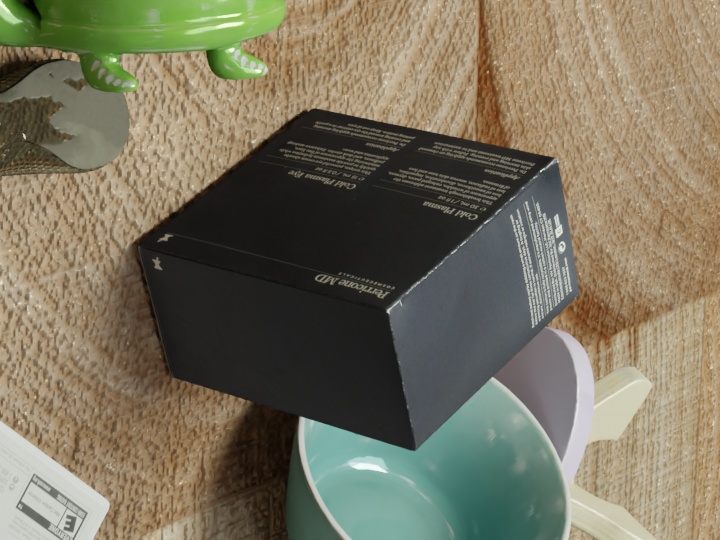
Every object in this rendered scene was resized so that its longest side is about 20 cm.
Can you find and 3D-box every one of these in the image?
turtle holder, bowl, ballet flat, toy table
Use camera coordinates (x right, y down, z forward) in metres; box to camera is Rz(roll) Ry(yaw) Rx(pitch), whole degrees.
[{"bbox_3d":[-0.134,-0.179,1.441,0.141,0.185,0.132,-70,161,-71],"label":"turtle holder"},{"bbox_3d":[0.030,0.159,1.724,0.201,0.201,0.105,-32,163,-43],"label":"bowl"},{"bbox_3d":[-0.202,-0.077,1.448,0.200,0.046,0.068,-20,97,-55],"label":"ballet flat"},{"bbox_3d":[0.123,0.139,1.832,0.117,0.184,0.200,16,123,-47],"label":"toy table"}]

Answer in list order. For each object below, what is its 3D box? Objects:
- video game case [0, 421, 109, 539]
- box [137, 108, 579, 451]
[{"bbox_3d":[-0.247,0.163,1.453,0.200,0.023,0.183,43,66,-41],"label":"video game case"},{"bbox_3d":[0.000,0.000,1.601,0.182,0.199,0.105,-39,130,-39],"label":"box"}]
